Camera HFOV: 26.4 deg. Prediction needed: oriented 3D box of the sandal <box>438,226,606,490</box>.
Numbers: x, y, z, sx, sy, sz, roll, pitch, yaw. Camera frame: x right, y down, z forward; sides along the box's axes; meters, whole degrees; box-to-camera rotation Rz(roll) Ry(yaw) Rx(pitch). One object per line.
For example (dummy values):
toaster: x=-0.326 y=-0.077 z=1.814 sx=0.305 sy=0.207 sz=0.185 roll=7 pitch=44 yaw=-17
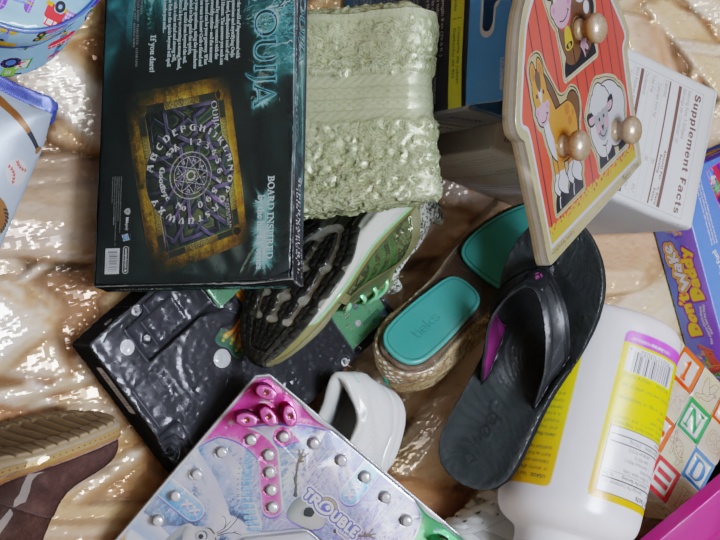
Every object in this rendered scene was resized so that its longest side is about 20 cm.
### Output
sandal: x=0.112 y=0.056 z=1.051 sx=0.201 sy=0.075 sz=0.048 roll=-69 pitch=160 yaw=-1

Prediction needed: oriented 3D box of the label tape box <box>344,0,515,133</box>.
label tape box: x=0.064 y=-0.172 z=1.060 sx=0.066 sy=0.200 sz=0.144 roll=5 pitch=86 yaw=-35

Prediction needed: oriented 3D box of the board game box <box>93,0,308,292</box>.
board game box: x=-0.101 y=-0.087 z=0.989 sx=0.028 sy=0.135 sz=0.200 roll=33 pitch=57 yaw=-74

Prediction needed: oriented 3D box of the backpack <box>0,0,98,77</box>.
backpack: x=-0.216 y=-0.225 z=0.921 sx=0.182 sy=0.134 sz=0.200 roll=26 pitch=78 yaw=-29

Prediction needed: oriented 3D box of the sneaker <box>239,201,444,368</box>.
sneaker: x=0.000 y=0.000 z=1.053 sx=0.200 sy=0.077 sz=0.089 roll=-50 pitch=131 yaw=-19

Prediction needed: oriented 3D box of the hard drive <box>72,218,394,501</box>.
hard drive: x=-0.082 y=0.041 z=1.054 sx=0.200 sy=0.038 sz=0.140 roll=-44 pitch=111 yaw=-26

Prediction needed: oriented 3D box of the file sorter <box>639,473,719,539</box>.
file sorter: x=0.294 y=0.285 z=1.182 sx=0.139 sy=0.125 sz=0.200 roll=-38 pitch=130 yaw=-5

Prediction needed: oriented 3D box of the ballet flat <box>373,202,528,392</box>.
ballet flat: x=0.082 y=0.019 z=1.123 sx=0.200 sy=0.065 sz=0.071 roll=-35 pitch=69 yaw=-24

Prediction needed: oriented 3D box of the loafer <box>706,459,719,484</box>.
loafer: x=0.327 y=0.167 z=1.264 sx=0.067 sy=0.076 sz=0.200 roll=33 pitch=101 yaw=-13

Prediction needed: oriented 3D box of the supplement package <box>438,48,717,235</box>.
supplement package: x=0.152 y=-0.110 z=1.165 sx=0.200 sy=0.117 sz=0.118 roll=19 pitch=78 yaw=-32

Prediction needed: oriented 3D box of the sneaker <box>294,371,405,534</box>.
sneaker: x=-0.022 y=0.166 z=1.053 sx=0.088 sy=0.075 sz=0.200 roll=40 pitch=54 yaw=-61

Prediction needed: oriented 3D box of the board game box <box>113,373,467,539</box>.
board game box: x=-0.053 y=0.205 z=1.007 sx=0.200 sy=0.026 sz=0.200 roll=41 pitch=88 yaw=-8

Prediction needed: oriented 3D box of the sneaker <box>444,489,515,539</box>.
sneaker: x=0.093 y=0.201 z=1.148 sx=0.200 sy=0.076 sz=0.081 roll=7 pitch=77 yaw=-40

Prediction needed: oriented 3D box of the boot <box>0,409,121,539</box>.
boot: x=-0.225 y=0.189 z=0.953 sx=0.200 sy=0.072 sz=0.167 roll=-23 pitch=113 yaw=-33

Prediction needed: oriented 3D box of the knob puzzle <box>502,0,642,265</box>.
knob puzzle: x=0.147 y=-0.130 z=1.014 sx=0.220 sy=0.030 sz=0.220 roll=-4 pitch=95 yaw=-58

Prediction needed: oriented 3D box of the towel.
towel: x=-0.046 y=-0.103 z=1.016 sx=0.200 sy=0.036 sz=0.149 roll=-2 pitch=83 yaw=8

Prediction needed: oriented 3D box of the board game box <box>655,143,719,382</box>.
board game box: x=0.326 y=-0.006 z=1.317 sx=0.134 sy=0.045 sz=0.200 roll=-22 pitch=100 yaw=-32

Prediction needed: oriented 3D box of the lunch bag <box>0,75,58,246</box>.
lunch bag: x=-0.298 y=-0.056 z=0.872 sx=0.200 sy=0.124 sz=0.170 roll=25 pitch=74 yaw=-16

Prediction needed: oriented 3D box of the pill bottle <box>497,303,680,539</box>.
pill bottle: x=0.159 y=0.129 z=1.097 sx=0.104 sy=0.104 sz=0.200 roll=24 pitch=75 yaw=-30

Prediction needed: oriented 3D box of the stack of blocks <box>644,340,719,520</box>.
stack of blocks: x=0.207 y=0.097 z=1.228 sx=0.200 sy=0.059 sz=0.115 roll=43 pitch=67 yaw=-24
